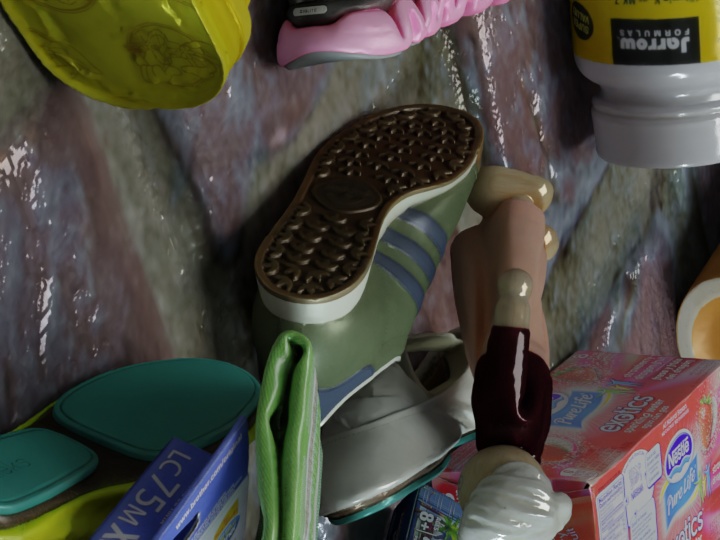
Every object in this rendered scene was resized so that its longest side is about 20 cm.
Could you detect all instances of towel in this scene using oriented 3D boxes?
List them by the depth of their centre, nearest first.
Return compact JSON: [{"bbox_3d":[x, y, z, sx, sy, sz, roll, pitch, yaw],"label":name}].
[{"bbox_3d":[-0.035,0.113,0.993,0.200,0.031,0.149,89,3,-76],"label":"towel"}]

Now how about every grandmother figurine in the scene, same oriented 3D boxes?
[{"bbox_3d":[0.069,0.053,1.190,0.121,0.061,0.200,67,20,-45],"label":"grandmother figurine"}]

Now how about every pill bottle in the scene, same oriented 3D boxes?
[{"bbox_3d":[0.171,-0.165,1.416,0.114,0.114,0.200,-32,120,-57],"label":"pill bottle"}]

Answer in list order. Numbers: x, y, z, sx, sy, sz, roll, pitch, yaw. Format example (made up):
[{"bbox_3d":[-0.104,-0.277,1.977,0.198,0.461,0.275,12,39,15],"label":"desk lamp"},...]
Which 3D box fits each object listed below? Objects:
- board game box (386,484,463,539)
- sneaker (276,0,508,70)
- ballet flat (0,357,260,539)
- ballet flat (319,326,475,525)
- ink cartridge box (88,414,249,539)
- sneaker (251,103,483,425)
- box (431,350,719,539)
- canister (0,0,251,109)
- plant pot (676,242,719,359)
[{"bbox_3d":[0.093,0.228,1.226,0.062,0.200,0.200,124,-19,-69],"label":"board game box"},{"bbox_3d":[0.020,-0.158,1.187,0.200,0.079,0.095,-33,110,-58],"label":"sneaker"},{"bbox_3d":[-0.109,0.086,0.981,0.200,0.067,0.067,-22,133,-58],"label":"ballet flat"},{"bbox_3d":[0.019,0.067,1.221,0.200,0.069,0.069,-24,114,-64],"label":"ballet flat"},{"bbox_3d":[-0.088,0.148,0.956,0.119,0.042,0.200,-52,161,-39],"label":"ink cartridge box"},{"bbox_3d":[0.000,0.000,1.175,0.200,0.067,0.090,-51,151,-55],"label":"sneaker"},{"bbox_3d":[0.124,0.121,1.375,0.200,0.095,0.103,-33,122,-57],"label":"box"},{"bbox_3d":[-0.073,-0.185,0.986,0.149,0.087,0.200,61,40,-46],"label":"canister"},{"bbox_3d":[0.303,0.015,1.625,0.183,0.200,0.200,-37,126,-36],"label":"plant pot"}]
